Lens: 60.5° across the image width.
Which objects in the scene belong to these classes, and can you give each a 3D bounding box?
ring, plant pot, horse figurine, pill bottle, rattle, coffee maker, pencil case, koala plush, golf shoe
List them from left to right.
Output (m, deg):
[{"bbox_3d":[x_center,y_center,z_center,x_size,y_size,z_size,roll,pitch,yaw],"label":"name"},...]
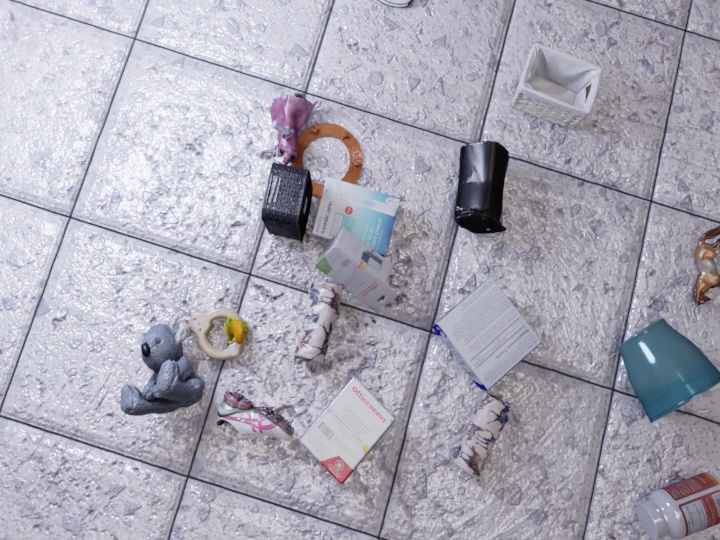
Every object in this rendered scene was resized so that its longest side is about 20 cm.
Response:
[{"bbox_3d":[-0.466,0.220,1.470,0.174,0.183,0.205,-29,66,20],"label":"koala plush"},{"bbox_3d":[-0.375,0.147,1.490,0.195,0.143,0.134,19,99,-5],"label":"rattle"},{"bbox_3d":[-0.254,0.370,1.492,0.195,0.073,0.094,22,87,12],"label":"golf shoe"},{"bbox_3d":[-0.108,0.130,1.522,0.087,0.077,0.206,9,80,29],"label":"pencil case"},{"bbox_3d":[-0.090,-0.293,1.627,0.194,0.019,0.207,0,82,-3],"label":"ring"},{"bbox_3d":[0.305,-0.215,1.544,0.130,0.192,0.207,3,78,15],"label":"coffee maker"},{"bbox_3d":[0.299,0.405,1.502,0.088,0.078,0.204,26,80,17],"label":"pencil case"},{"bbox_3d":[0.733,0.232,1.499,0.196,0.201,0.191,-28,68,-6],"label":"plant pot"},{"bbox_3d":[0.772,0.569,1.478,0.194,0.112,0.115,-17,82,-4],"label":"pill bottle"},{"bbox_3d":[0.920,-0.018,1.602,0.128,0.050,0.207,-8,89,14],"label":"horse figurine"}]

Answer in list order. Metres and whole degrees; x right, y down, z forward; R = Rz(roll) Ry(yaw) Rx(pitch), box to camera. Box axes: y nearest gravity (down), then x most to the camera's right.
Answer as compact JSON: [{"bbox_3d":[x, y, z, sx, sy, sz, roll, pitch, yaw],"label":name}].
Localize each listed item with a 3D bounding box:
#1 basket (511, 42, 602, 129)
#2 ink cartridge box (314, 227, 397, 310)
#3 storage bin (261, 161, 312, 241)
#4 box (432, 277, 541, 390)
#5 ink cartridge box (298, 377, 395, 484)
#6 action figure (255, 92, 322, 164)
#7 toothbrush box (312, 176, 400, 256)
[{"bbox_3d":[0.510,-0.480,1.628,0.195,0.123,0.139,21,80,0],"label":"basket"},{"bbox_3d":[0.000,0.000,1.516,0.198,0.117,0.068,37,52,-12],"label":"ink cartridge box"},{"bbox_3d":[-0.175,-0.164,1.510,0.091,0.200,0.140,11,80,-1],"label":"storage bin"},{"bbox_3d":[0.309,0.158,1.528,0.182,0.105,0.202,-37,83,-8],"label":"box"},{"bbox_3d":[-0.030,0.381,1.490,0.145,0.083,0.200,43,82,5],"label":"ink cartridge box"},{"bbox_3d":[-0.187,-0.349,1.605,0.145,0.133,0.207,5,78,-29],"label":"action figure"},{"bbox_3d":[-0.011,-0.134,1.564,0.194,0.085,0.151,17,89,1],"label":"toothbrush box"}]
